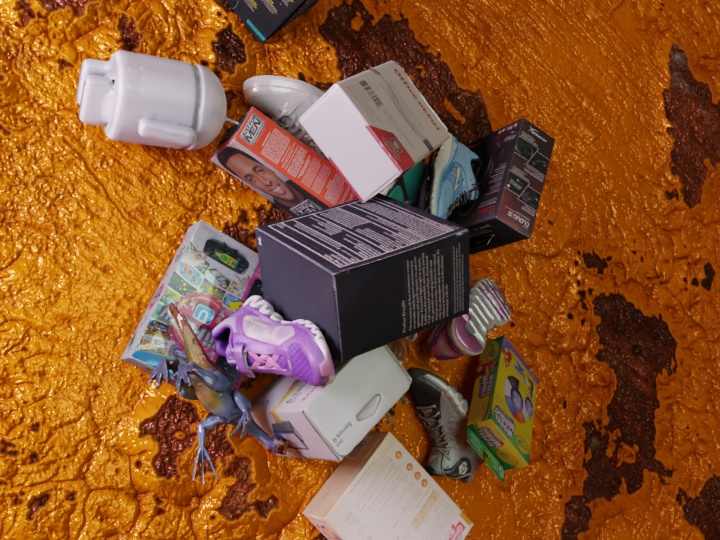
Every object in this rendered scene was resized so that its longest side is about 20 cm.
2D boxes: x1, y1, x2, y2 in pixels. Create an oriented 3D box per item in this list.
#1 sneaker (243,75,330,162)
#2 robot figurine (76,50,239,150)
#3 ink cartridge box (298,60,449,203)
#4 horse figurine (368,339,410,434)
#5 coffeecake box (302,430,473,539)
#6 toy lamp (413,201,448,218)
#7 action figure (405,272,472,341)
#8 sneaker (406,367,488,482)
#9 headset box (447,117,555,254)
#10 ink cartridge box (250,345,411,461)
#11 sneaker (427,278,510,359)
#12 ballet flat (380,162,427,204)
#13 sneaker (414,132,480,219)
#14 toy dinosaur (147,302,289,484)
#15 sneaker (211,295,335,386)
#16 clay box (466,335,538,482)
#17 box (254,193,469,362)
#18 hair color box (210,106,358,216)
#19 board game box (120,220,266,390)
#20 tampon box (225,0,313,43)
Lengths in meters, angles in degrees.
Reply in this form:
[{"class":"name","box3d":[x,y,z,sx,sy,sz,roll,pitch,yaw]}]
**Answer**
[{"class":"sneaker","box3d":[-0.082,-0.203,1.145,0.199,0.074,0.116,14,71,-29]},{"class":"robot figurine","box3d":[-0.261,-0.218,1.018,0.199,0.113,0.170,3,45,-29]},{"class":"ink cartridge box","box3d":[0.026,-0.200,1.103,0.147,0.083,0.200,52,33,-3]},{"class":"horse figurine","box3d":[0.033,0.144,1.100,0.050,0.200,0.133,6,50,-20]},{"class":"coffeecake box","box3d":[0.043,0.354,1.115,0.200,0.073,0.154,49,61,-14]},{"class":"toy lamp","box3d":[0.063,-0.058,1.213,0.200,0.058,0.058,-33,98,-28]},{"class":"action figure","box3d":[0.058,0.016,1.169,0.199,0.134,0.149,-15,53,-7]},{"class":"sneaker","box3d":[0.119,0.246,1.180,0.200,0.075,0.116,46,65,-16]},{"class":"headset box","box3d":[0.216,-0.123,1.259,0.077,0.149,0.201,28,69,-23]},{"class":"ink cartridge box","box3d":[-0.047,0.166,1.023,0.145,0.200,0.088,-44,104,-28]},{"class":"sneaker","box3d":[0.166,0.081,1.230,0.081,0.088,0.200,55,38,0]},{"class":"ballet flat","box3d":[0.044,-0.123,1.198,0.072,0.072,0.200,58,35,-9]},{"class":"sneaker","box3d":[0.142,-0.124,1.196,0.090,0.078,0.201,23,57,-6]},{"class":"toy dinosaur","box3d":[-0.157,0.155,0.961,0.181,0.105,0.201,33,53,-43]},{"class":"sneaker","box3d":[-0.110,0.096,0.934,0.088,0.200,0.081,-23,118,-33]},{"class":"clay box","box3d":[0.221,0.212,1.207,0.115,0.047,0.200,50,36,-25]},{"class":"box","box3d":[0.000,0.000,0.994,0.198,0.200,0.124,-17,117,-29]},{"class":"hair color box","box3d":[-0.101,-0.135,1.105,0.200,0.101,0.061,35,66,-20]},{"class":"board game box","box3d":[-0.201,0.059,1.035,0.147,0.064,0.201,31,68,-22]},{"class":"tampon box","box3d":[-0.108,-0.446,1.099,0.150,0.200,0.126,51,61,-13]}]
